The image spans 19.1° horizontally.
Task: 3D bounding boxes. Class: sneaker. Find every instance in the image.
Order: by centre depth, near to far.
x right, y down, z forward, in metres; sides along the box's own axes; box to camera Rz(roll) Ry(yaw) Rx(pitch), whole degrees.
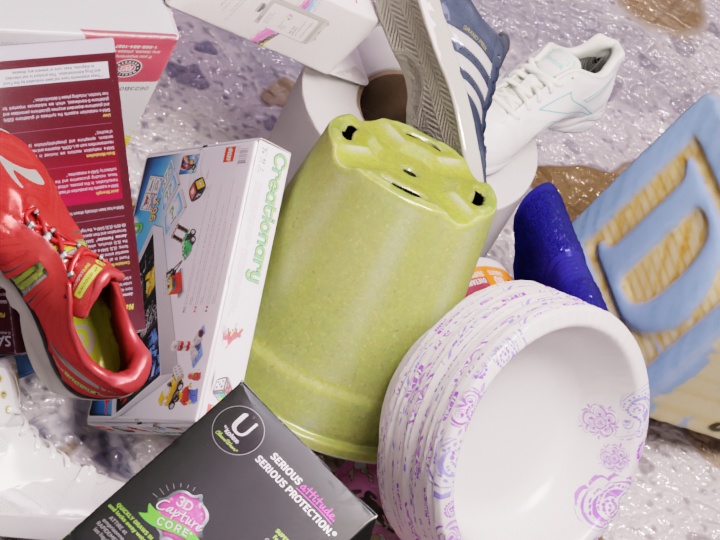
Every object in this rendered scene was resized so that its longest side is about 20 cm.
[{"bbox_3d":[-0.188,-0.006,1.349,0.077,0.085,0.201,-44,118,-34],"label":"sneaker"},{"bbox_3d":[-0.216,0.115,1.395,0.199,0.074,0.116,8,86,-23],"label":"sneaker"},{"bbox_3d":[0.077,-0.134,1.568,0.084,0.075,0.201,-4,78,-34],"label":"sneaker"},{"bbox_3d":[0.126,-0.136,1.646,0.200,0.080,0.070,-27,67,-38],"label":"sneaker"}]

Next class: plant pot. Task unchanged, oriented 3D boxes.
[{"bbox_3d":[0.000,0.000,1.492,0.199,0.185,0.201,23,23,-10],"label":"plant pot"}]

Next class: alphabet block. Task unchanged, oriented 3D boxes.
[{"bbox_3d":[0.314,0.008,1.709,0.199,0.195,0.197,17,44,-34],"label":"alphabet block"}]

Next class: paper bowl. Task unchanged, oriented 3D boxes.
[{"bbox_3d":[0.093,0.105,1.434,0.200,0.202,0.104,-14,24,-37],"label":"paper bowl"}]

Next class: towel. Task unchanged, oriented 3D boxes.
[{"bbox_3d":[0.162,0.050,1.662,0.049,0.148,0.201,-16,54,-4],"label":"towel"}]

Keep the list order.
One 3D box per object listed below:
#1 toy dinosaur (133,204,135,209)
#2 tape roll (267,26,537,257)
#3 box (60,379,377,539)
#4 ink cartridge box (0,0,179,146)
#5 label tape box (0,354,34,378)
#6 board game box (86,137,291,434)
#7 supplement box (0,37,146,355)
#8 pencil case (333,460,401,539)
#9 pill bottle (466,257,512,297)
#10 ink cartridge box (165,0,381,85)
[{"bbox_3d":[-0.141,0.010,1.586,0.200,0.060,0.107,40,36,-25],"label":"toy dinosaur"},{"bbox_3d":[0.022,-0.075,1.693,0.202,0.139,0.203,16,45,-16],"label":"tape roll"},{"bbox_3d":[-0.106,0.196,1.313,0.200,0.149,0.124,-40,75,-20],"label":"box"},{"bbox_3d":[-0.237,-0.134,1.561,0.144,0.200,0.084,-2,54,-30],"label":"ink cartridge box"},{"bbox_3d":[-0.257,-0.027,1.471,0.144,0.063,0.201,-21,100,-41],"label":"label tape box"},{"bbox_3d":[-0.119,0.013,1.465,0.035,0.126,0.201,23,73,-40],"label":"board game box"},{"bbox_3d":[-0.211,-0.050,1.425,0.108,0.061,0.201,-9,95,-41],"label":"supplement box"},{"bbox_3d":[0.002,0.216,1.449,0.086,0.083,0.201,32,40,-17],"label":"pencil case"},{"bbox_3d":[0.103,0.097,1.596,0.109,0.110,0.201,-6,53,-33],"label":"pill bottle"},{"bbox_3d":[-0.060,-0.225,1.597,0.199,0.067,0.117,20,41,-40],"label":"ink cartridge box"}]
